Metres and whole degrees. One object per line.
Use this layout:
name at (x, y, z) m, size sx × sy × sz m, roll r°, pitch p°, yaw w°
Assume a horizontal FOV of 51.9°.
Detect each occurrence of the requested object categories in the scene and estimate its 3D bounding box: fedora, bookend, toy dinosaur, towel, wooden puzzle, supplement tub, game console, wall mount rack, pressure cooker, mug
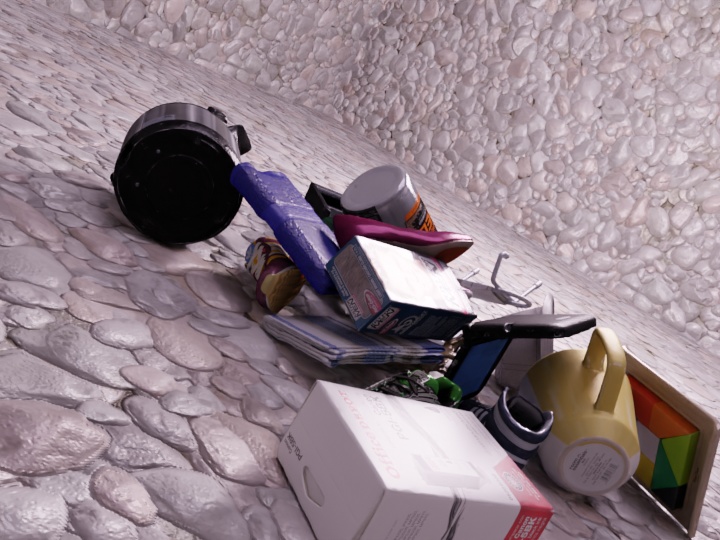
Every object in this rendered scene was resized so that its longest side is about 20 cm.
fedora at (0.255, 0.123, 1.153) m, size 0.090 × 0.177 × 0.200 m, roll 2°, pitch 21°, yaw 15°
bookend at (-0.007, -0.064, 1.347) m, size 0.198 × 0.092 × 0.200 m, roll 21°, pitch 15°, yaw -16°
toy dinosaur at (0.079, 0.127, 1.000) m, size 0.199 × 0.058 × 0.101 m, roll -2°, pitch 19°, yaw -34°
towel at (-0.007, 0.086, 0.918) m, size 0.200 × 0.024 × 0.147 m, roll 5°, pitch 12°, yaw -43°
wooden puzzle at (0.391, 0.226, 0.991) m, size 0.037 × 0.186 × 0.200 m, roll -11°, pitch 30°, yaw -14°
supplement tub at (0.060, -0.063, 1.219) m, size 0.200 × 0.122 × 0.123 m, roll 58°, pitch -5°, yaw -34°
game console at (0.194, 0.117, 0.934) m, size 0.175 × 0.117 × 0.200 m, roll -2°, pitch 0°, yaw 29°
towel at (-0.084, -0.049, 0.967) m, size 0.200 × 0.050 × 0.148 m, roll 51°, pitch 15°, yaw 12°
wall mount rack at (0.194, 0.011, 1.162) m, size 0.200 × 0.075 × 0.174 m, roll 14°, pitch -12°, yaw 35°
pressure cooker at (-0.251, -0.146, 1.045) m, size 0.175 × 0.179 × 0.200 m, roll 19°, pitch 18°, yaw -21°
mug at (0.273, 0.184, 0.924) m, size 0.153 × 0.149 × 0.187 m, roll -72°, pitch 142°, yaw -66°

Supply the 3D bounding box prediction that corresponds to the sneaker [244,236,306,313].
sneaker at (-0.124, 0.000, 0.997) m, size 0.090 × 0.075 × 0.200 m, roll 31°, pitch 6°, yaw 3°

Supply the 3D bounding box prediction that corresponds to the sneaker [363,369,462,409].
sneaker at (0.030, 0.137, 0.781) m, size 0.200 × 0.085 × 0.078 m, roll 10°, pitch 23°, yaw -47°

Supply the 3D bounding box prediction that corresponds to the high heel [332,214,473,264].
high heel at (0.061, -0.051, 1.012) m, size 0.199 × 0.067 × 0.096 m, roll -7°, pitch 58°, yaw -33°

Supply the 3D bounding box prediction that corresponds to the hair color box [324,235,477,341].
hair color box at (0.056, 0.027, 0.926) m, size 0.200 × 0.061 × 0.100 m, roll 12°, pitch 42°, yaw -51°

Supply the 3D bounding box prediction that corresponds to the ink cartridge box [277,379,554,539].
ink cartridge box at (0.048, 0.185, 0.654) m, size 0.200 × 0.083 × 0.147 m, roll 18°, pitch 19°, yaw -35°

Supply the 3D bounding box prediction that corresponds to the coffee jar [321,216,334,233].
coffee jar at (0.000, 0.000, 1.104) m, size 0.200 × 0.104 × 0.085 m, roll 32°, pitch -1°, yaw 43°

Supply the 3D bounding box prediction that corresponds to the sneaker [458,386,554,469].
sneaker at (0.159, 0.172, 0.844) m, size 0.070 × 0.109 × 0.200 m, roll 27°, pitch 15°, yaw -5°

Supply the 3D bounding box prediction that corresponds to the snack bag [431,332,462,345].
snack bag at (0.079, 0.063, 1.242) m, size 0.200 × 0.021 × 0.189 m, roll 22°, pitch 17°, yaw -23°

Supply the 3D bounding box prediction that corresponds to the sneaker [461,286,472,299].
sneaker at (0.096, 0.057, 1.129) m, size 0.080 × 0.089 × 0.200 m, roll 21°, pitch -5°, yaw -14°
